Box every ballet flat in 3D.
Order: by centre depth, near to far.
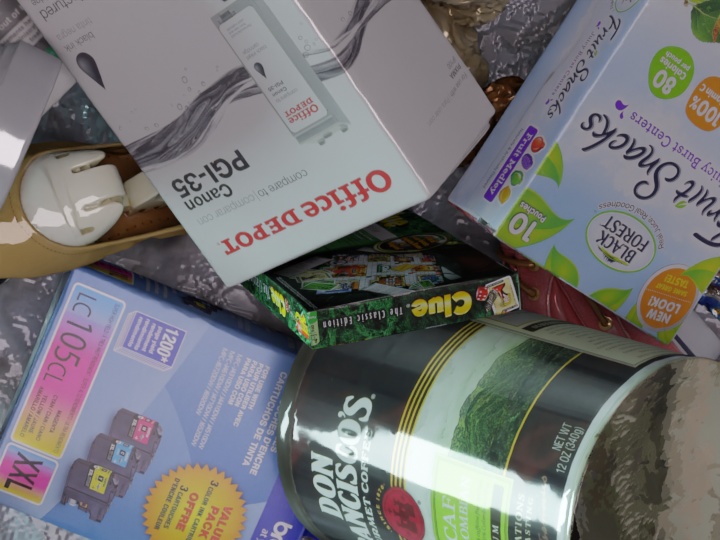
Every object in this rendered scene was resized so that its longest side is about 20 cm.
[{"bbox_3d":[-0.121,-0.043,1.220,0.200,0.063,0.069,-15,80,-39],"label":"ballet flat"}]

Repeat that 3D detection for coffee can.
[{"bbox_3d":[0.078,0.092,1.188,0.146,0.200,0.147,-13,110,-42],"label":"coffee can"}]

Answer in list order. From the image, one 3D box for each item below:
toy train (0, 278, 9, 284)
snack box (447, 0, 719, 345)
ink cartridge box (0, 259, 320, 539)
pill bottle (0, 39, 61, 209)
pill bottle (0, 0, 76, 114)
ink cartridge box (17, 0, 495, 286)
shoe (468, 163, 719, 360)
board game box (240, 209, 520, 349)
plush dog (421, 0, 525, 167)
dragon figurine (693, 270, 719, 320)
[{"bbox_3d":[-0.272,-0.033,1.224,0.199,0.114,0.087,24,59,-23],"label":"toy train"},{"bbox_3d":[0.154,-0.081,1.198,0.142,0.053,0.200,31,95,-37],"label":"snack box"},{"bbox_3d":[-0.085,0.089,1.284,0.199,0.076,0.137,22,96,-10],"label":"ink cartridge box"},{"bbox_3d":[-0.247,-0.095,1.117,0.199,0.116,0.116,24,96,-9],"label":"pill bottle"},{"bbox_3d":[-0.217,-0.163,1.213,0.113,0.113,0.200,-43,100,2],"label":"pill bottle"},{"bbox_3d":[-0.053,-0.109,1.148,0.146,0.083,0.200,-23,110,39],"label":"ink cartridge box"},{"bbox_3d":[0.098,0.004,1.288,0.091,0.071,0.200,-44,103,-1],"label":"shoe"},{"bbox_3d":[0.000,0.000,1.206,0.104,0.200,0.024,-13,104,-12],"label":"board game box"},{"bbox_3d":[0.011,-0.137,1.230,0.199,0.160,0.173,11,105,22],"label":"plush dog"},{"bbox_3d":[0.255,-0.010,1.293,0.199,0.059,0.100,4,125,-35],"label":"dragon figurine"}]
